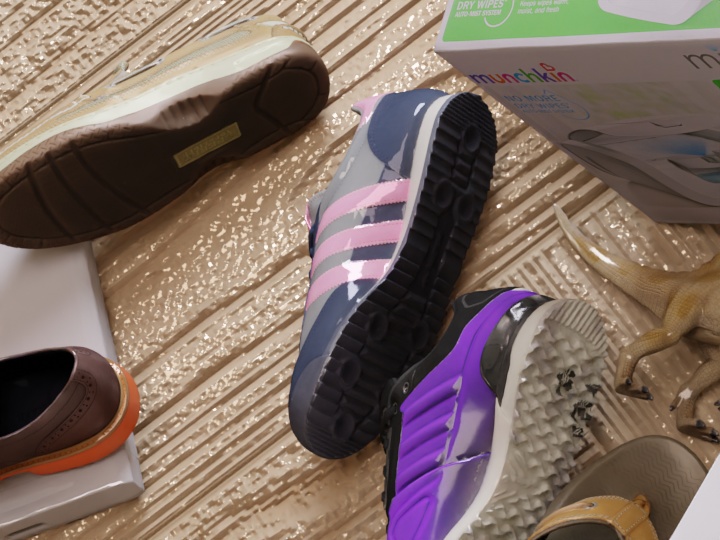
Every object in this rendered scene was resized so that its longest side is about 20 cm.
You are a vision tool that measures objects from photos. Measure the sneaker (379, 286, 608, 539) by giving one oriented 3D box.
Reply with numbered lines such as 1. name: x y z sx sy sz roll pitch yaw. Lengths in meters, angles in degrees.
1. sneaker: 0.043 0.100 1.357 0.099 0.069 0.201 19 83 45

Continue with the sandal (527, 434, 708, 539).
1. sandal: 0.098 0.140 1.286 0.200 0.054 0.080 -33 70 -32

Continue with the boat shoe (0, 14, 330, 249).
1. boat shoe: -0.117 -0.077 1.484 0.199 0.072 0.076 -23 43 -12

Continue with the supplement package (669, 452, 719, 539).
1. supplement package: 0.220 0.190 1.155 0.191 0.200 0.147 20 57 25

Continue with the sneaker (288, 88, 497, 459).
1. sneaker: 0.000 0.000 1.420 0.082 0.070 0.201 9 67 41

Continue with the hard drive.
1. hard drive: -0.195 0.046 1.482 0.131 0.027 0.201 -20 63 10

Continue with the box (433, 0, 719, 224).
1. box: 0.169 -0.102 1.294 0.199 0.176 0.097 4 66 48

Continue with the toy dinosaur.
1. toy dinosaur: 0.166 0.024 1.354 0.199 0.058 0.101 8 66 45

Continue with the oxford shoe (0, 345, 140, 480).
1. oxford shoe: -0.214 0.082 1.417 0.199 0.073 0.071 -24 63 8
